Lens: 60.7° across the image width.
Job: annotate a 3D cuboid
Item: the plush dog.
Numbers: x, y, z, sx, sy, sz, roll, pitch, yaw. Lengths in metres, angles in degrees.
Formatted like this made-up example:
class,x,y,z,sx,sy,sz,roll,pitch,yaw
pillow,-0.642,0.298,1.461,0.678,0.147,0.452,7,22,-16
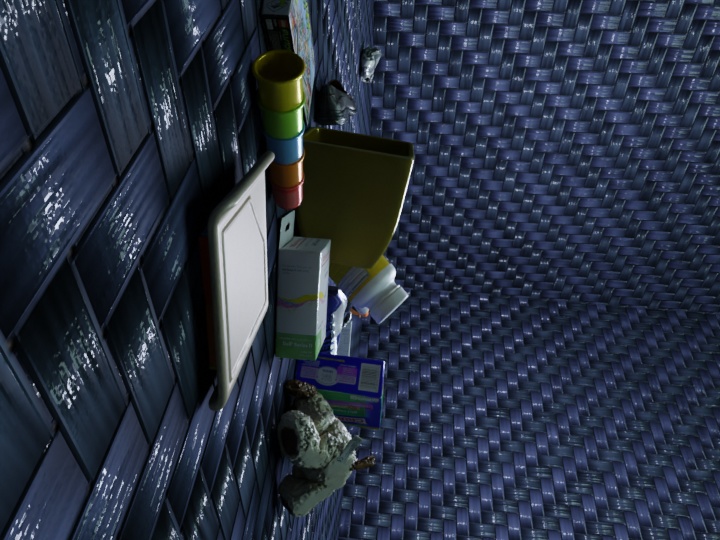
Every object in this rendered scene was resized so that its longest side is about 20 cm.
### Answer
class,x,y,z,sx,sy,sz,roll,pitch,yaw
plush dog,-0.073,0.275,1.028,0.173,0.156,0.205,-125,-148,-50

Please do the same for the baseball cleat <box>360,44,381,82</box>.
class,x,y,z,sx,sy,sz,roll,pitch,yaw
baseball cleat,0.028,-0.740,2.212,0.201,0.068,0.109,-64,166,-57

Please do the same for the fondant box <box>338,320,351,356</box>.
class,x,y,z,sx,sy,sz,roll,pitch,yaw
fondant box,-0.062,0.223,1.516,0.144,0.056,0.207,153,-57,-82

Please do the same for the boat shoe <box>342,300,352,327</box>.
class,x,y,z,sx,sy,sz,roll,pitch,yaw
boat shoe,-0.055,0.100,1.365,0.201,0.066,0.074,114,-10,-61

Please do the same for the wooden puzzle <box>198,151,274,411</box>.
class,x,y,z,sx,sy,sz,roll,pitch,yaw
wooden puzzle,-0.121,0.001,0.604,0.186,0.036,0.206,-80,177,-66

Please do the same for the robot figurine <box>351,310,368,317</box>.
class,x,y,z,sx,sy,sz,roll,pitch,yaw
robot figurine,-0.010,0.059,1.945,0.117,0.141,0.203,-49,156,-30

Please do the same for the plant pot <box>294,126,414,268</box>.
class,x,y,z,sx,sy,sz,roll,pitch,yaw
plant pot,-0.016,-0.121,1.055,0.196,0.187,0.207,-76,175,-72

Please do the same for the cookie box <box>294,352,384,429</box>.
class,x,y,z,sx,sy,sz,roll,pitch,yaw
cookie box,-0.037,0.237,1.199,0.202,0.165,0.077,88,10,-61

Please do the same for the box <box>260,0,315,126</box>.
class,x,y,z,sx,sy,sz,roll,pitch,yaw
box,-0.088,-0.293,0.791,0.201,0.033,0.114,86,8,-67

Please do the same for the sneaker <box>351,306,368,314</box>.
class,x,y,z,sx,sy,sz,roll,pitch,yaw
sneaker,0.003,-0.018,1.345,0.203,0.128,0.079,63,-21,-6

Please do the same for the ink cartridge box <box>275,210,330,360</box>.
class,x,y,z,sx,sy,sz,roll,pitch,yaw
ink cartridge box,-0.085,0.018,0.935,0.117,0.065,0.207,-71,164,-77

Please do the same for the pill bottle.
class,x,y,z,sx,sy,sz,roll,pitch,yaw
pill bottle,0.000,0.000,1.191,0.201,0.111,0.111,50,-5,6

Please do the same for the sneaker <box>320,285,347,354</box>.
class,x,y,z,sx,sy,sz,roll,pitch,yaw
sneaker,-0.070,0.131,1.244,0.203,0.078,0.117,93,1,-47

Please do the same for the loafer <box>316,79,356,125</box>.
class,x,y,z,sx,sy,sz,roll,pitch,yaw
loafer,-0.045,-0.343,1.226,0.201,0.070,0.075,-82,170,-67

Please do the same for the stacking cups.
class,x,y,z,sx,sy,sz,roll,pitch,yaw
stacking cups,-0.088,-0.155,0.735,0.203,0.058,0.062,90,5,-50
